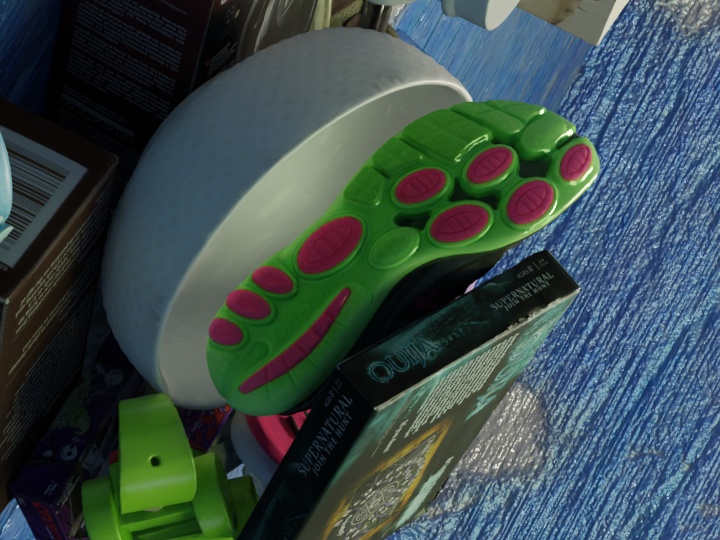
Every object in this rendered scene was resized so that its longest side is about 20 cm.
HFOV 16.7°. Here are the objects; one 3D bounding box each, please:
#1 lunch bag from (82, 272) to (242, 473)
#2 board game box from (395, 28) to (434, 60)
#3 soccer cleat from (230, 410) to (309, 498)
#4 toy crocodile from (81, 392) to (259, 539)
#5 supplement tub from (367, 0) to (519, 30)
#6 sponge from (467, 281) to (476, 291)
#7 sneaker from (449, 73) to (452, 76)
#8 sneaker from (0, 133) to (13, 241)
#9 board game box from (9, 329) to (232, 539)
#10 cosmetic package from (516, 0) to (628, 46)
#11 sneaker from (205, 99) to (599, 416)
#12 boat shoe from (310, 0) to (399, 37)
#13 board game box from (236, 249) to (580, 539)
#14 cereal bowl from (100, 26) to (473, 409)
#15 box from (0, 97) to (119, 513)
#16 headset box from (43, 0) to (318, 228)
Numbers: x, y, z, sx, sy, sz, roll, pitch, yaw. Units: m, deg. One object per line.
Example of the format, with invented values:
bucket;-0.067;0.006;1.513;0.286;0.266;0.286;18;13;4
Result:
lunch bag;-0.099;0.026;1.400;0.164;0.117;0.200;-32;145;-63
board game box;-0.043;-0.055;1.560;0.200;0.034;0.135;-44;-173;44
soccer cleat;-0.038;0.117;1.424;0.086;0.070;0.200;-36;164;15
toy crocodile;-0.088;0.106;1.162;0.200;0.067;0.062;61;16;-75
supplement tub;-0.010;-0.192;0.955;0.145;0.200;0.145;-60;171;-16
sponge;-0.008;0.087;1.251;0.112;0.030;0.200;-48;168;-54
sneaker;0.000;0.000;1.300;0.200;0.078;0.140;-58;163;-27
sneaker;-0.191;0.014;0.928;0.200;0.079;0.131;-63;171;8
board game box;-0.101;0.063;1.233;0.200;0.032;0.120;-60;160;-27
cosmetic package;0.071;-0.221;1.365;0.073;0.200;0.104;-52;167;-52
sneaker;0.017;-0.006;1.097;0.200;0.077;0.084;-34;163;-3
boat shoe;-0.005;-0.112;1.341;0.200;0.065;0.072;89;2;-55
board game box;0.011;0.081;1.121;0.135;0.028;0.200;-28;159;-38
cereal bowl;-0.044;-0.035;1.128;0.200;0.083;0.200;-39;158;-19
box;-0.172;0.027;1.109;0.100;0.075;0.200;-57;168;-40
headset box;-0.076;-0.132;1.167;0.149;0.077;0.200;-53;167;-41
